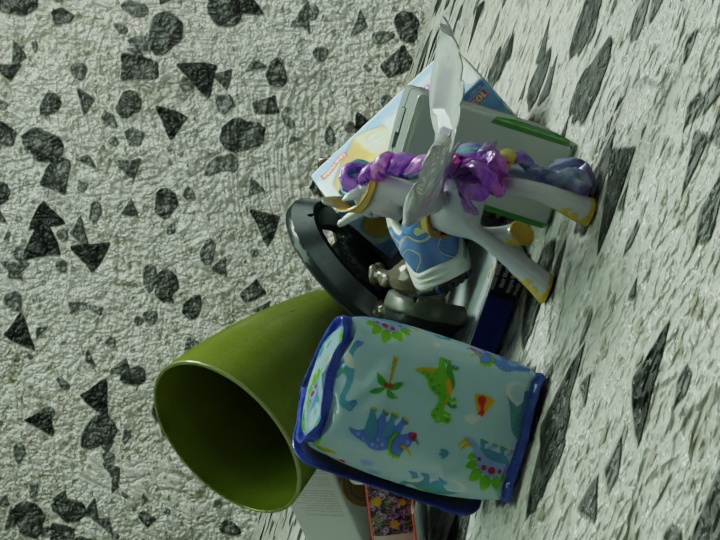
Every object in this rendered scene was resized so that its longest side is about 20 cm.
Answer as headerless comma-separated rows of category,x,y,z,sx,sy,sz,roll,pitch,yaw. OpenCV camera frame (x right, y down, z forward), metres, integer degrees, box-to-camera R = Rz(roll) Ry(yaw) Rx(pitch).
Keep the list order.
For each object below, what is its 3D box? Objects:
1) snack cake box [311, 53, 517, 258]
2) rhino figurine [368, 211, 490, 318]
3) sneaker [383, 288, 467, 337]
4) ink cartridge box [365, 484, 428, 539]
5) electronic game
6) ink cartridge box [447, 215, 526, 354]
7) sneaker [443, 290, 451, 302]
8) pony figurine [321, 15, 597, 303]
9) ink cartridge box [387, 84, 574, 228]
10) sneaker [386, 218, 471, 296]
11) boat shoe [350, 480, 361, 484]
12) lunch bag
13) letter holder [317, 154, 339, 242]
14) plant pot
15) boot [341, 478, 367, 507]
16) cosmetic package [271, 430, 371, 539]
snack cake box,0.062,-0.120,1.680,0.200,0.115,0.067,-43,49,7
rhino figurine,0.086,-0.032,1.633,0.087,0.060,0.200,-7,38,52
sneaker,0.044,0.078,1.462,0.199,0.075,0.115,120,165,-81
ink cartridge box,0.033,0.218,1.477,0.200,0.050,0.110,-83,-13,-69
electronic game,0.000,0.000,1.709,0.042,0.200,0.200,-46,14,20
ink cartridge box,0.102,0.066,1.504,0.200,0.040,0.201,-91,19,-75
sneaker,0.097,0.025,1.711,0.201,0.076,0.089,-83,-20,-57
pony figurine,0.081,-0.072,1.283,0.194,0.198,0.168,113,173,-50
ink cartridge box,0.103,-0.109,1.503,0.200,0.145,0.084,-96,23,-81
sneaker,0.061,-0.055,1.550,0.200,0.075,0.077,-107,-9,-63
boat shoe,0.019,0.123,1.645,0.071,0.068,0.201,-20,28,30
lunch bag,0.037,0.115,1.307,0.200,0.168,0.129,151,137,-82
letter holder,0.050,-0.075,1.890,0.200,0.100,0.144,-15,-85,-62
plant pot,-0.079,0.113,1.683,0.200,0.187,0.188,-44,-15,-38
boot,0.028,0.163,1.789,0.155,0.076,0.202,142,148,-79
cosmetic package,-0.032,0.230,1.809,0.201,0.071,0.102,71,-155,-48
